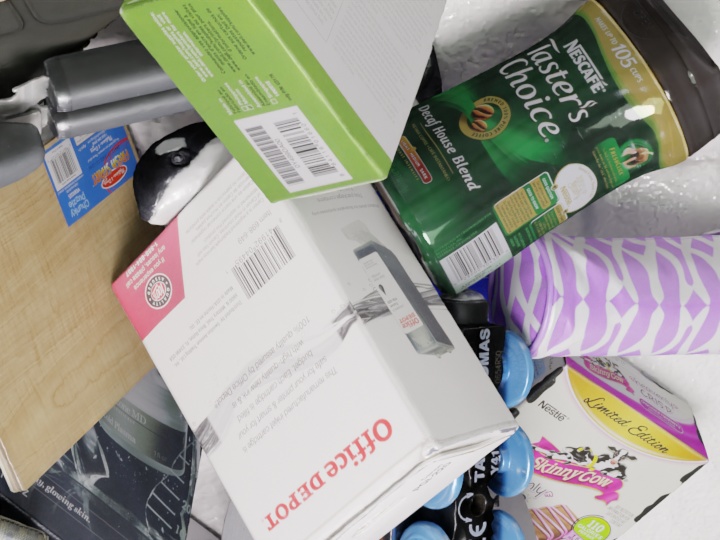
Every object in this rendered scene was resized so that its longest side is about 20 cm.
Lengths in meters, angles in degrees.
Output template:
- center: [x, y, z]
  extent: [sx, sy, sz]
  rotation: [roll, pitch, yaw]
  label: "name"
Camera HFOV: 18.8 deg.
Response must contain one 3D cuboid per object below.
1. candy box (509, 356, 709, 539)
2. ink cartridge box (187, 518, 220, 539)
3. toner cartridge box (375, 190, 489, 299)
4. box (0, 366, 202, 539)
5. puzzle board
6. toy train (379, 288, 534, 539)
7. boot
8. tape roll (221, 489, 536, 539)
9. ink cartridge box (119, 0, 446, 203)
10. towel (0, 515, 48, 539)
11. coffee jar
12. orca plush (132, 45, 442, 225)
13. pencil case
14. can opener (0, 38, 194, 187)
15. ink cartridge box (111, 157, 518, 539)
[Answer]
- center: [0.110, 0.138, 1.432]
  extent: [0.136, 0.061, 0.200]
  rotation: [33, 116, -26]
  label: "candy box"
- center: [-0.130, 0.259, 1.477]
  extent: [0.146, 0.086, 0.200]
  rotation: [-37, 124, 19]
  label: "ink cartridge box"
- center: [0.000, 0.000, 1.328]
  extent: [0.200, 0.043, 0.095]
  rotation: [3, 126, -9]
  label: "toner cartridge box"
- center: [-0.203, 0.098, 1.269]
  extent: [0.124, 0.197, 0.200]
  rotation: [-28, 126, 28]
  label: "box"
- center: [-0.167, 0.009, 1.209]
  extent: [0.017, 0.200, 0.151]
  rotation: [-8, 113, 30]
  label: "puzzle board"
- center: [0.039, 0.107, 1.269]
  extent: [0.087, 0.114, 0.200]
  rotation: [-4, 98, -40]
  label: "toy train"
- center: [-0.146, -0.149, 1.198]
  extent: [0.200, 0.078, 0.138]
  rotation: [-8, 146, -11]
  label: "boot"
- center: [0.011, 0.186, 1.374]
  extent: [0.200, 0.200, 0.066]
  rotation: [-44, 162, 23]
  label: "tape roll"
- center: [-0.025, -0.159, 1.137]
  extent: [0.076, 0.200, 0.148]
  rotation: [-11, 133, 33]
  label: "ink cartridge box"
- center: [-0.276, 0.183, 1.191]
  extent: [0.192, 0.035, 0.200]
  rotation: [18, 125, -3]
  label: "towel"
- center: [0.105, -0.078, 1.228]
  extent: [0.200, 0.104, 0.085]
  rotation: [-31, 139, -1]
  label: "coffee jar"
- center: [-0.049, -0.091, 1.240]
  extent: [0.200, 0.071, 0.105]
  rotation: [-27, 164, -12]
  label: "orca plush"
- center: [0.173, 0.010, 1.306]
  extent: [0.200, 0.084, 0.086]
  rotation: [-1, 90, -29]
  label: "pencil case"
- center: [-0.152, -0.085, 1.179]
  extent: [0.200, 0.067, 0.053]
  rotation: [-18, 158, -18]
  label: "can opener"
- center: [-0.027, 0.047, 1.195]
  extent: [0.085, 0.200, 0.146]
  rotation: [-9, 153, -50]
  label: "ink cartridge box"
